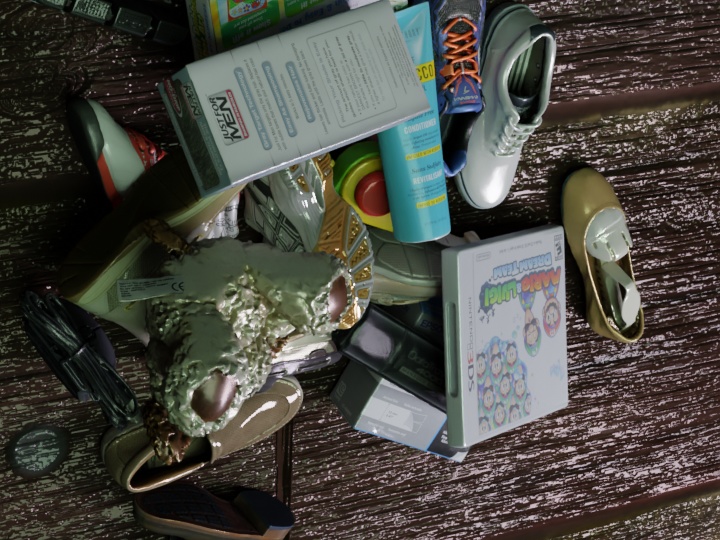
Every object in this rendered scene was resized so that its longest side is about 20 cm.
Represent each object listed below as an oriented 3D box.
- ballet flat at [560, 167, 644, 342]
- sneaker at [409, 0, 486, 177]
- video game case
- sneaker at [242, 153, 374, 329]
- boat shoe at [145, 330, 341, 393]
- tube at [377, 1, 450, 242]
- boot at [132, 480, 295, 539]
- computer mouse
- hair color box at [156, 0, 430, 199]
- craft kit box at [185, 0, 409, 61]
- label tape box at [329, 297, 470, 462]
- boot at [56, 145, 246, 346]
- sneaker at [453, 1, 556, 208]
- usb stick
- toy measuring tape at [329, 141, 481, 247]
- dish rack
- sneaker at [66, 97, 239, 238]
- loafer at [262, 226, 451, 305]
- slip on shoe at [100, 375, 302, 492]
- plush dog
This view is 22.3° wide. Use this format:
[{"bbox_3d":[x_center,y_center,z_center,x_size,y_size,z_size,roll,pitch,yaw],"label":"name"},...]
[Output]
[{"bbox_3d":[0.249,-0.012,1.812,0.069,0.063,0.201,-32,128,-17],"label":"ballet flat"},{"bbox_3d":[0.084,-0.172,1.626,0.075,0.078,0.201,-9,121,-25],"label":"sneaker"},{"bbox_3d":[0.139,0.058,1.729,0.200,0.024,0.183,-13,103,-54],"label":"video game case"},{"bbox_3d":[-0.054,-0.042,1.609,0.076,0.087,0.201,-35,112,-45],"label":"sneaker"},{"bbox_3d":[-0.100,0.082,1.686,0.199,0.072,0.065,-17,119,-25],"label":"boat shoe"},{"bbox_3d":[0.041,-0.126,1.586,0.077,0.050,0.201,-23,112,-37],"label":"tube"},{"bbox_3d":[-0.155,0.261,1.747,0.200,0.075,0.097,15,116,-47],"label":"boot"},{"bbox_3d":[-0.234,0.066,1.540,0.053,0.200,0.139,-39,97,-13],"label":"computer mouse"},{"bbox_3d":[-0.051,-0.139,1.460,0.199,0.061,0.099,-23,93,-31],"label":"hair color box"},{"bbox_3d":[-0.050,-0.236,1.503,0.200,0.048,0.198,-29,133,-26],"label":"craft kit box"},{"bbox_3d":[0.083,0.075,1.778,0.143,0.066,0.200,21,108,-34],"label":"label tape box"},{"bbox_3d":[-0.135,-0.014,1.536,0.200,0.072,0.155,-41,133,8],"label":"boot"},{"bbox_3d":[0.131,-0.141,1.672,0.073,0.071,0.201,-6,120,-24],"label":"sneaker"},{"bbox_3d":[0.056,0.090,1.715,0.200,0.033,0.056,32,93,-34],"label":"usb stick"},{"bbox_3d":[0.040,-0.071,1.665,0.199,0.074,0.074,17,109,-29],"label":"toy measuring tape"},{"bbox_3d":[-0.172,-0.283,1.449,0.153,0.055,0.201,14,108,-34],"label":"dish rack"},{"bbox_3d":[-0.170,-0.086,1.556,0.108,0.067,0.202,-29,130,-10],"label":"sneaker"},{"bbox_3d":[0.000,0.000,1.692,0.199,0.072,0.063,7,132,-17],"label":"loafer"},{"bbox_3d":[-0.142,0.153,1.710,0.199,0.061,0.076,-15,123,-19],"label":"slip on shoe"},{"bbox_3d":[-0.123,0.056,1.467,0.200,0.160,0.172,-41,158,-35],"label":"plush dog"}]
